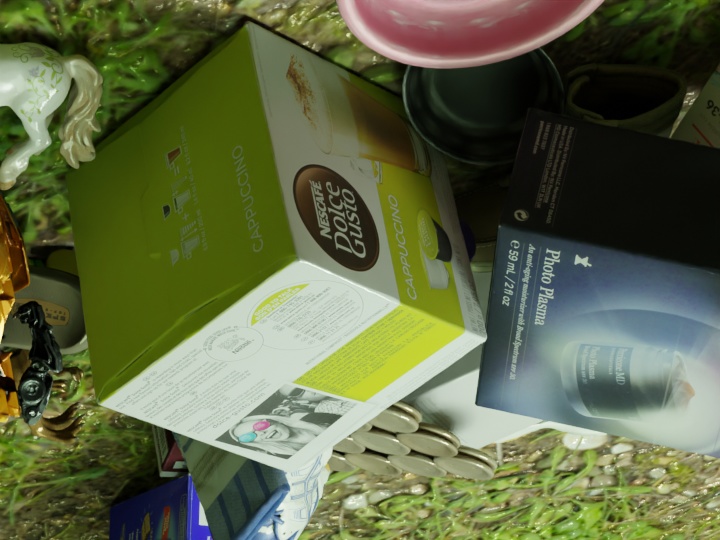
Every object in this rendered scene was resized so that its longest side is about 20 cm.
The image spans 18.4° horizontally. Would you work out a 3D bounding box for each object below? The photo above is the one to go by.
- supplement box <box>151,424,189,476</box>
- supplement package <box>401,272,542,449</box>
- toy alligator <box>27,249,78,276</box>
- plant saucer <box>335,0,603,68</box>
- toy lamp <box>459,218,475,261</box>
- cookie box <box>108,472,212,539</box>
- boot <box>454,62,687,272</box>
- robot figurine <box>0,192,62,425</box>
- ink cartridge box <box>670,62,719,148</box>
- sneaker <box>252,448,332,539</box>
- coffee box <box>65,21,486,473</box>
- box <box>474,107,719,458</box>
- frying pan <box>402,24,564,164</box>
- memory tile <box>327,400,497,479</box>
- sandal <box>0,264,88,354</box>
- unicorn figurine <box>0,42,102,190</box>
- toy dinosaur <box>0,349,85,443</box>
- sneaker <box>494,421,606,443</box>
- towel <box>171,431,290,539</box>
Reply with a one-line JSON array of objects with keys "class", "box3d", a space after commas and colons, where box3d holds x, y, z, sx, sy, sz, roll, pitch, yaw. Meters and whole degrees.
[{"class": "supplement box", "box3d": [-0.095, 0.094, 1.821, 0.108, 0.061, 0.200, 2, 144, -22]}, {"class": "supplement package", "box3d": [0.108, 0.051, 1.776, 0.199, 0.122, 0.120, -25, 145, 18]}, {"class": "toy alligator", "box3d": [-0.219, 0.023, 1.679, 0.198, 0.055, 0.059, 1, 144, -21]}, {"class": "plant saucer", "box3d": [0.076, -0.214, 1.442, 0.198, 0.051, 0.201, -10, 146, -7]}, {"class": "toy lamp", "box3d": [0.000, 0.000, 1.670, 0.199, 0.059, 0.058, -18, 150, 38]}, {"class": "cookie box", "box3d": [-0.154, 0.272, 1.912, 0.075, 0.173, 0.200, 8, 164, -25]}, {"class": "boot", "box3d": [0.141, -0.078, 1.645, 0.198, 0.073, 0.155, -13, 147, -9]}, {"class": "robot figurine", "box3d": [-0.287, 0.026, 1.557, 0.143, 0.058, 0.202, -8, 105, -6]}, {"class": "ink cartridge box", "box3d": [0.303, -0.103, 1.585, 0.067, 0.117, 0.201, -13, 143, -44]}, {"class": "sneaker", "box3d": [-0.065, 0.172, 1.767, 0.075, 0.089, 0.200, 14, 160, 13]}, {"class": "coffee box", "box3d": [-0.063, -0.012, 1.552, 0.199, 0.201, 0.197, -35, 141, 30]}, {"class": "box", "box3d": [0.192, 0.013, 1.554, 0.196, 0.124, 0.201, 11, 140, 7]}, {"class": "frying pan", "box3d": [0.123, -0.117, 1.561, 0.188, 0.031, 0.116, 13, 128, 0]}, {"class": "memory tile", "box3d": [-0.001, 0.129, 1.750, 0.199, 0.017, 0.153, -2, 154, 43]}, {"class": "sandal", "box3d": [-0.286, 0.026, 1.610, 0.198, 0.054, 0.081, 8, 107, 4]}, {"class": "unicorn figurine", "box3d": [-0.260, -0.119, 1.454, 0.199, 0.074, 0.138, -8, 139, -34]}, {"class": "toy dinosaur", "box3d": [-0.280, 0.105, 1.793, 0.106, 0.061, 0.200, 35, 121, -19]}, {"class": "sneaker", "box3d": [0.172, 0.096, 1.906, 0.198, 0.076, 0.088, -13, 147, -2]}, {"class": "towel", "box3d": [-0.109, 0.107, 1.699, 0.024, 0.201, 0.147, -9, 155, -28]}]
